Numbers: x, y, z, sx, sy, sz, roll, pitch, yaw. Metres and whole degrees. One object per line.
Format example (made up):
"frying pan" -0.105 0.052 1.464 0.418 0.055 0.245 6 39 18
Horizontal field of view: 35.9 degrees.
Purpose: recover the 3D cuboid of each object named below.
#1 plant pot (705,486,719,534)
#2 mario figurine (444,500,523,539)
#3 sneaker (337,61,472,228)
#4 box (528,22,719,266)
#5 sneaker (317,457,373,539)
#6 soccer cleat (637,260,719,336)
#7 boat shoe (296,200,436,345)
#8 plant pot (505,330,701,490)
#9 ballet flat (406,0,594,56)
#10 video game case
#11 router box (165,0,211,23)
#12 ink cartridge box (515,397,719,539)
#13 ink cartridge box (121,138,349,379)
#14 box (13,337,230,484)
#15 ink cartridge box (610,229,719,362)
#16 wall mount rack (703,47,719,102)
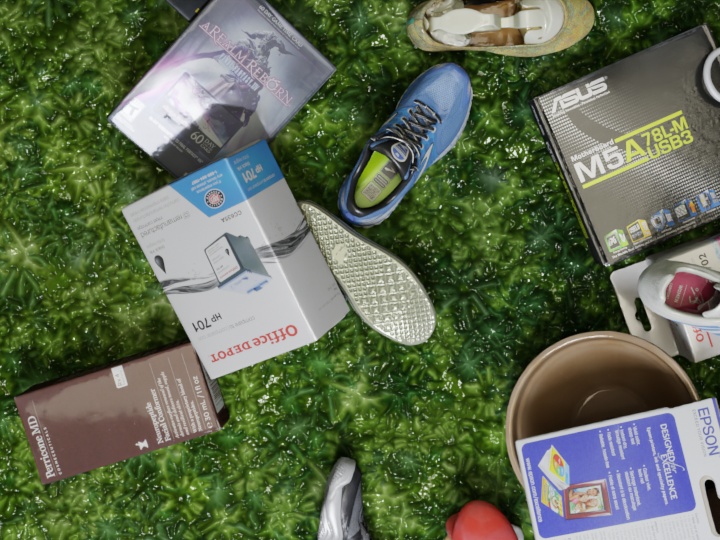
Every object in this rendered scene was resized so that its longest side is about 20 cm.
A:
"plant pot" 0.319 0.333 1.130 0.197 0.200 0.201 -19 93 9
"mario figurine" 0.114 0.333 1.176 0.105 0.123 0.201 7 106 15
"sneaker" 0.050 -0.127 1.148 0.078 0.089 0.200 34 93 -3
"box" 0.305 -0.130 1.167 0.199 0.048 0.194 -23 94 1
"sneaker" 0.010 0.299 1.185 0.113 0.075 0.201 7 99 0
"soccer cleat" 0.370 0.040 1.088 0.199 0.086 0.070 14 94 -1
"boat shoe" 0.000 0.000 1.169 0.200 0.062 0.075 40 94 3
"plant pot" 0.255 0.164 1.150 0.200 0.093 0.202 -1 85 18
"ballet flat" 0.148 -0.257 1.152 0.199 0.071 0.071 -2 93 0
"video game case" -0.143 -0.184 1.152 0.143 0.019 0.200 41 99 -22
"router box" -0.143 -0.320 1.084 0.051 0.200 0.149 42 94 0
"ink cartridge box" 0.264 0.240 1.058 0.199 0.047 0.199 -14 71 16
"ink cartridge box" -0.125 -0.010 1.126 0.146 0.086 0.201 -22 98 29
"box" -0.250 0.145 1.177 0.199 0.075 0.101 -18 93 3
"ink cartridge box" 0.378 0.021 1.164 0.199 0.068 0.116 -21 93 2
"wall mount rack" 0.452 -0.229 1.129 0.199 0.075 0.175 1 85 -15
